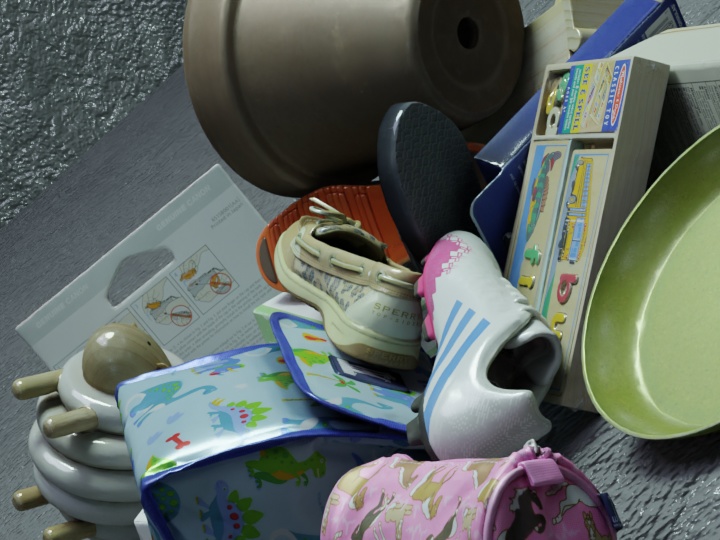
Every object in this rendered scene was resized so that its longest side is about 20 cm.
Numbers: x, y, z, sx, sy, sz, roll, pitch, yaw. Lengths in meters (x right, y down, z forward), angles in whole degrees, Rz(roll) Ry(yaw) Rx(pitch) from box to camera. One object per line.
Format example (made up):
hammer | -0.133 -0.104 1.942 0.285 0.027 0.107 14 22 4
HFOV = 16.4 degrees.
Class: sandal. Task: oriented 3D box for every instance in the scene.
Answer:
sandal | 0.049 -0.023 1.528 0.043 0.200 0.076 5 55 31

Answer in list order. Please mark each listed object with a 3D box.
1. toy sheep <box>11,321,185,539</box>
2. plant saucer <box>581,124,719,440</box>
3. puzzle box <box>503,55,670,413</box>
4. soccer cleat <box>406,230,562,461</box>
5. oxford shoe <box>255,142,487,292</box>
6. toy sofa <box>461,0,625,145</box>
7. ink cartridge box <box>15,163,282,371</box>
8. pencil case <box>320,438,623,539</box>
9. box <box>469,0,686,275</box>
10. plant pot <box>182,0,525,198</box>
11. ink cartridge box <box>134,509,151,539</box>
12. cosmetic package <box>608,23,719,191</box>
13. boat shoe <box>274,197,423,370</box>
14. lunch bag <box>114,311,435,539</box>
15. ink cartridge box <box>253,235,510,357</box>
toy sheep | -0.169 0.124 1.717 0.138 0.137 0.201 -62 -18 -56
plant saucer | 0.195 0.004 1.279 0.200 0.031 0.201 -38 34 31
puzzle box | 0.122 -0.022 1.440 0.133 0.025 0.201 -174 96 -72
soccer cleat | 0.078 0.040 1.408 0.086 0.070 0.201 -27 31 23
oxford shoe | 0.023 -0.030 1.666 0.199 0.072 0.073 -17 -6 27
toy sofa | 0.128 -0.128 1.678 0.082 0.098 0.200 2 -17 -27
ink cartridge box | -0.117 0.046 1.781 0.200 0.174 0.044 -38 6 12
pencil case | 0.050 0.135 1.261 0.087 0.083 0.200 -47 14 -22
box | 0.143 -0.069 1.560 0.032 0.121 0.200 22 61 45
plant pot | 0.012 -0.150 1.651 0.174 0.201 0.200 -1 39 44
ink cartridge box | -0.031 0.125 1.627 0.199 0.050 0.161 -5 34 37
cosmetic package | 0.210 -0.085 1.438 0.073 0.104 0.200 -27 11 -17
boat shoe | 0.000 0.000 1.553 0.200 0.073 0.063 -133 58 -62
lunch bag | -0.035 0.107 1.481 0.199 0.128 0.170 -15 20 -5
ink cartridge box | 0.044 0.005 1.690 0.199 0.048 0.145 -31 20 -24
